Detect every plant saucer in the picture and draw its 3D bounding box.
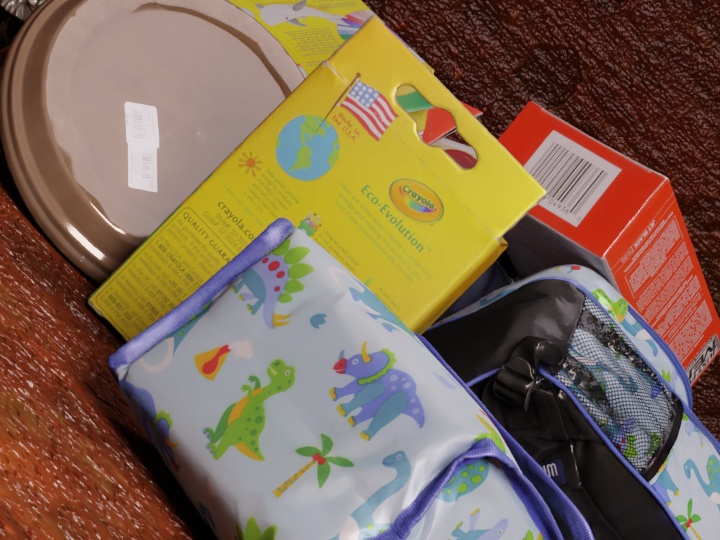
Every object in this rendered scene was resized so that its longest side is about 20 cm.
[{"bbox_3d":[-0.096,-0.073,1.145,0.200,0.200,0.029,45,-38,-8],"label":"plant saucer"}]

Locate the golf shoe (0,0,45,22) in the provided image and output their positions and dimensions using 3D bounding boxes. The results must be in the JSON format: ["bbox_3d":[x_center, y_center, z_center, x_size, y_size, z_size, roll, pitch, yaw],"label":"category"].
[{"bbox_3d":[-0.180,-0.184,1.288,0.097,0.078,0.200,48,4,-41],"label":"golf shoe"}]

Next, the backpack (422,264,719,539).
[{"bbox_3d":[0.105,0.107,1.157,0.200,0.183,0.147,49,40,-16],"label":"backpack"}]

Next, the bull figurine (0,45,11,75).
[{"bbox_3d":[-0.125,-0.076,1.239,0.199,0.121,0.065,26,55,-32],"label":"bull figurine"}]

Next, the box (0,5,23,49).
[{"bbox_3d":[-0.190,-0.124,1.400,0.200,0.048,0.158,44,6,-29],"label":"box"}]

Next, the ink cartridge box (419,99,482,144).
[{"bbox_3d":[-0.014,-0.109,1.394,0.109,0.051,0.200,29,39,27],"label":"ink cartridge box"}]

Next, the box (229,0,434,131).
[{"bbox_3d":[-0.038,-0.132,1.335,0.117,0.049,0.200,-9,33,-24],"label":"box"}]

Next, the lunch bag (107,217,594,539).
[{"bbox_3d":[0.010,0.102,0.925,0.170,0.127,0.200,47,-8,41],"label":"lunch bag"}]

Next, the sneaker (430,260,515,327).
[{"bbox_3d":[0.094,0.046,1.256,0.108,0.070,0.201,11,-44,26],"label":"sneaker"}]

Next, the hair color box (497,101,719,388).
[{"bbox_3d":[0.139,-0.004,1.235,0.101,0.061,0.200,34,-13,30],"label":"hair color box"}]

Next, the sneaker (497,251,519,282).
[{"bbox_3d":[0.095,0.025,1.430,0.200,0.074,0.085,51,-15,-21],"label":"sneaker"}]

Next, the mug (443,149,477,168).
[{"bbox_3d":[-0.011,0.001,1.294,0.133,0.179,0.200,11,-5,24],"label":"mug"}]

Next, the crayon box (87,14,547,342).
[{"bbox_3d":[-0.018,-0.009,1.055,0.127,0.200,0.051,47,5,7],"label":"crayon box"}]

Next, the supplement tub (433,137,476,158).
[{"bbox_3d":[0.001,-0.037,1.503,0.199,0.145,0.144,17,20,-29],"label":"supplement tub"}]
